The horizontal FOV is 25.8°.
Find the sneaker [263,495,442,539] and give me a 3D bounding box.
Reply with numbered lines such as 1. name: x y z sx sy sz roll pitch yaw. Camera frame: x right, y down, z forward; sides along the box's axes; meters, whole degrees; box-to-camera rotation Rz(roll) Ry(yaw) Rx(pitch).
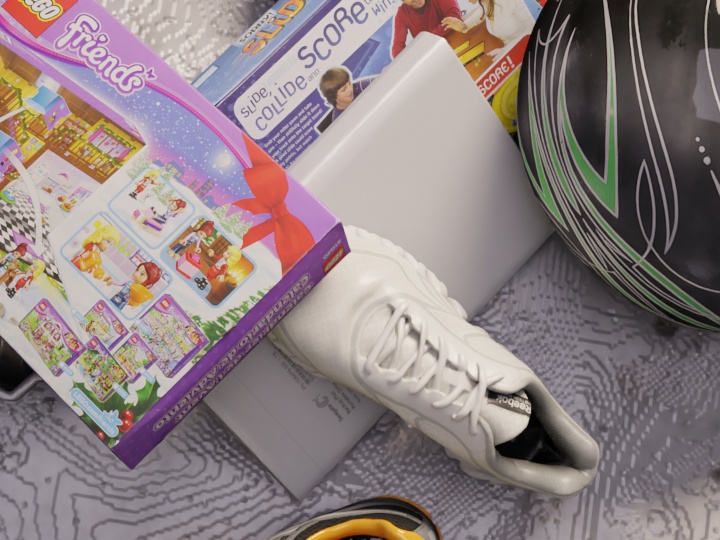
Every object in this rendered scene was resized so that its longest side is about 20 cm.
1. sneaker: -0.050 0.164 0.750 0.199 0.077 0.079 -30 85 -8

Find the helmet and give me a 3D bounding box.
1. helmet: 0.171 -0.071 0.757 0.199 0.200 0.192 22 76 -1

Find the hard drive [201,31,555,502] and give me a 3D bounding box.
1. hard drive: 0.000 0.000 0.772 0.200 0.027 0.132 -46 125 -10

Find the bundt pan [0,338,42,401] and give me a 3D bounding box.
1. bundt pan: -0.179 -0.032 0.774 0.200 0.076 0.204 1 79 -5

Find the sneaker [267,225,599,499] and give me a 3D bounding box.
1. sneaker: 0.035 0.045 0.738 0.199 0.081 0.075 34 89 -26

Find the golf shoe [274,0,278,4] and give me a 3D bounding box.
1. golf shoe: -0.015 -0.158 0.821 0.077 0.088 0.202 4 100 -36

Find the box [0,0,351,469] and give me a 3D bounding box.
1. box: -0.121 -0.030 0.697 0.137 0.039 0.200 -44 71 -10

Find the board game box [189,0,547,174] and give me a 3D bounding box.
1. board game box: 0.025 -0.104 0.788 0.200 0.034 0.136 -44 125 -12
